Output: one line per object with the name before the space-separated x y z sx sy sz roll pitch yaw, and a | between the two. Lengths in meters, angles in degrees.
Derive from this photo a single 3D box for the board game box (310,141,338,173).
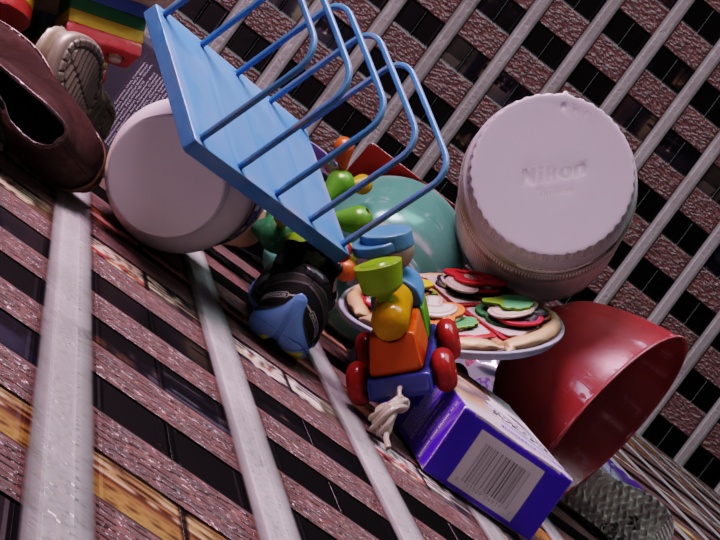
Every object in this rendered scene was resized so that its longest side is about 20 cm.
board game box | -0.064 -0.053 1.843 0.158 0.039 0.201 37 -34 20

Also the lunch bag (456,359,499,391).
lunch bag | 0.159 0.101 1.932 0.169 0.127 0.200 30 14 -43

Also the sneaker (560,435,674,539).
sneaker | 0.227 0.213 1.704 0.200 0.070 0.100 43 -1 22

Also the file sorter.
file sorter | -0.042 -0.128 1.283 0.200 0.122 0.140 36 27 -49

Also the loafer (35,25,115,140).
loafer | -0.253 -0.146 1.440 0.068 0.076 0.200 22 -17 5

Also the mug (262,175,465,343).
mug | 0.010 0.006 1.667 0.153 0.184 0.115 54 19 -14

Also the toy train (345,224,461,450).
toy train | 0.023 0.043 1.306 0.200 0.084 0.117 -71 150 -73

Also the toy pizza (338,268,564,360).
toy pizza | 0.080 0.030 1.502 0.198 0.032 0.200 6 17 -2

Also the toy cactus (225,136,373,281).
toy cactus | -0.071 -0.051 1.549 0.163 0.103 0.201 -2 28 2

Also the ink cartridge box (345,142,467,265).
ink cartridge box | 0.020 -0.018 1.751 0.162 0.050 0.200 37 -39 -7

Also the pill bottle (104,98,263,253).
pill bottle | -0.136 -0.074 1.359 0.119 0.120 0.200 37 5 0

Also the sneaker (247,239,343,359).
sneaker | -0.045 0.017 1.378 0.070 0.083 0.200 34 4 -5

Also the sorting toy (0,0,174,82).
sorting toy | -0.288 -0.216 1.482 0.197 0.070 0.199 15 -18 -28

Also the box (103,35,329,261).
box | -0.169 -0.129 1.732 0.200 0.118 0.196 39 4 37

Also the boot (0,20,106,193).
boot | -0.262 -0.144 1.258 0.200 0.072 0.166 45 -6 9

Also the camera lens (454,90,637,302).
camera lens | 0.166 -0.063 1.573 0.159 0.160 0.200 37 -8 8

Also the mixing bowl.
mixing bowl | 0.192 0.103 1.584 0.108 0.201 0.200 43 6 23

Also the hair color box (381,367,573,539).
hair color box | 0.087 0.132 1.388 0.109 0.065 0.200 35 3 -15

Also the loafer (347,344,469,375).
loafer | 0.074 0.104 1.573 0.199 0.063 0.072 34 5 -38
